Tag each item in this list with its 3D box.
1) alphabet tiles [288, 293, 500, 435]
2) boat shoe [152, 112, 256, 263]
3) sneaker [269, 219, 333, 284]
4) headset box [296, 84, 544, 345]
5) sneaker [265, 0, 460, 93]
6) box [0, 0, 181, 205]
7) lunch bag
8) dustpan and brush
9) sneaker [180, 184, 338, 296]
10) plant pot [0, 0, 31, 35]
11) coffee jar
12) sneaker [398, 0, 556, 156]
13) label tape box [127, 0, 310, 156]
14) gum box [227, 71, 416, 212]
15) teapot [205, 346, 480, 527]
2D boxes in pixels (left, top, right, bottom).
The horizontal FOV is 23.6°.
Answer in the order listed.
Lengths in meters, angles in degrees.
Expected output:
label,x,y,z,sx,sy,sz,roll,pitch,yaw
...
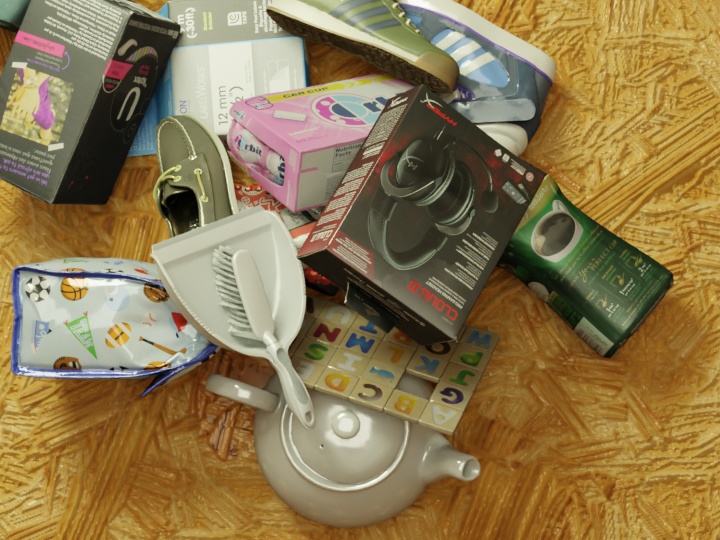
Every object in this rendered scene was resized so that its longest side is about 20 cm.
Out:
label,x,y,z,sx,sy,sz,roll,pitch,yaw
alphabet tiles,0.015,0.074,1.610,0.200,0.167,0.008,18,125,10
boat shoe,-0.157,-0.066,1.618,0.060,0.072,0.202,2,55,-40
sneaker,0.001,0.000,1.625,0.201,0.067,0.108,-18,83,-6
headset box,0.050,-0.040,1.546,0.149,0.077,0.200,36,71,-16
sneaker,0.015,-0.249,1.664,0.200,0.067,0.090,24,80,10
box,-0.275,-0.173,1.669,0.106,0.122,0.200,27,100,15
lunch bag,-0.214,0.050,1.632,0.200,0.170,0.124,1,94,2
dustpan and brush,-0.089,0.050,1.534,0.140,0.057,0.200,-23,97,-37
sneaker,-0.089,-0.066,1.702,0.201,0.067,0.108,28,82,3
plant pot,-0.351,-0.342,1.699,0.196,0.196,0.200,18,90,5
coffee jar,0.196,-0.014,1.670,0.200,0.085,0.104,40,78,7
sneaker,0.083,-0.179,1.703,0.200,0.081,0.147,26,79,1
label tape box,-0.151,-0.196,1.726,0.200,0.066,0.143,-5,81,0
gum box,-0.019,-0.124,1.635,0.200,0.066,0.113,-15,37,-33
teapot,-0.016,0.148,1.625,0.200,0.146,0.198,-26,81,-1
